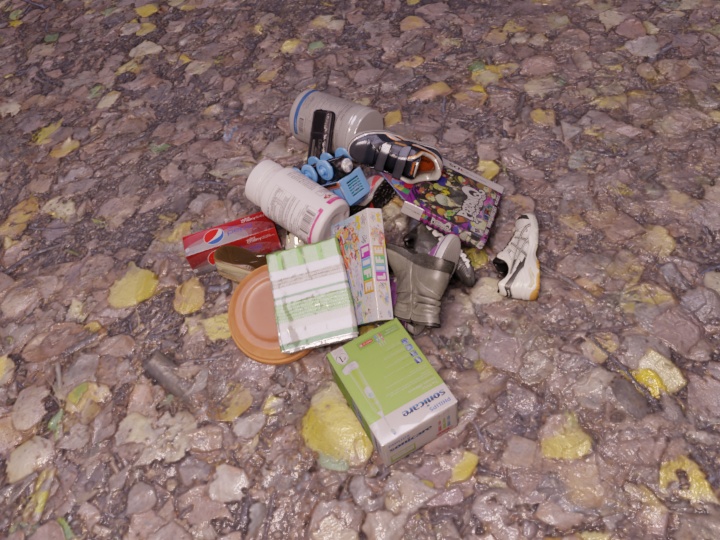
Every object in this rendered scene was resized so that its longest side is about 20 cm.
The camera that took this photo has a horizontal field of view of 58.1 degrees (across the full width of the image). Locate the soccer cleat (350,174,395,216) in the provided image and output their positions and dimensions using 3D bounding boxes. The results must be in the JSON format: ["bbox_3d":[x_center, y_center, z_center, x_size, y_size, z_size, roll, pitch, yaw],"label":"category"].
[{"bbox_3d":[-0.007,-0.141,1.421,0.073,0.069,0.200,19,55,44],"label":"soccer cleat"}]

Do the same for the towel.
[{"bbox_3d":[-0.090,0.047,1.205,0.148,0.031,0.202,-13,68,1],"label":"towel"}]

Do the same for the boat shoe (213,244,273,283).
[{"bbox_3d":[-0.207,0.007,1.330,0.198,0.065,0.072,15,47,11],"label":"boat shoe"}]

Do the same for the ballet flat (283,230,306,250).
[{"bbox_3d":[-0.135,-0.071,1.376,0.071,0.072,0.202,-5,51,6],"label":"ballet flat"}]

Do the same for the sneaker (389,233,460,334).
[{"bbox_3d":[0.104,0.008,1.229,0.114,0.073,0.202,28,87,37],"label":"sneaker"}]

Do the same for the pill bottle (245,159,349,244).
[{"bbox_3d":[-0.130,-0.137,1.312,0.199,0.114,0.113,34,63,20],"label":"pill bottle"}]

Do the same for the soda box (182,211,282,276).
[{"bbox_3d":[-0.274,-0.060,1.391,0.198,0.070,0.064,-19,49,-5],"label":"soda box"}]

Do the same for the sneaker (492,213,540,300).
[{"bbox_3d":[0.302,-0.035,1.262,0.087,0.076,0.201,1,51,11],"label":"sneaker"}]

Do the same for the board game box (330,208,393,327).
[{"bbox_3d":[0.000,0.000,1.200,0.034,0.134,0.202,0,78,-33],"label":"board game box"}]

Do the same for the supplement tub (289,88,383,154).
[{"bbox_3d":[-0.060,-0.347,1.549,0.199,0.133,0.132,25,59,26],"label":"supplement tub"}]

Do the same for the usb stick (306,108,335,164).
[{"bbox_3d":[-0.095,-0.266,1.476,0.055,0.033,0.202,10,94,20],"label":"usb stick"}]

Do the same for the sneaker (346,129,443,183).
[{"bbox_3d":[0.073,-0.225,1.290,0.198,0.079,0.080,5,39,-12],"label":"sneaker"}]

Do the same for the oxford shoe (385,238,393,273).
[{"bbox_3d":[-0.009,0.008,1.289,0.199,0.071,0.075,-30,59,-12],"label":"oxford shoe"}]

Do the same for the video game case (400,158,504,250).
[{"bbox_3d":[0.193,-0.147,1.336,0.180,0.036,0.201,26,45,4],"label":"video game case"}]

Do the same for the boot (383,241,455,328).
[{"bbox_3d":[0.074,0.025,1.170,0.199,0.067,0.132,20,95,45],"label":"boot"}]

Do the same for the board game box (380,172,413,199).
[{"bbox_3d":[0.131,-0.216,1.426,0.157,0.039,0.200,-10,46,-30],"label":"board game box"}]

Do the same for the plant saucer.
[{"bbox_3d":[-0.160,0.077,1.235,0.198,0.037,0.202,-3,72,8],"label":"plant saucer"}]

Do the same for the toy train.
[{"bbox_3d":[-0.072,-0.185,1.373,0.087,0.115,0.199,-38,20,-33],"label":"toy train"}]

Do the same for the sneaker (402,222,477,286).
[{"bbox_3d":[0.152,-0.023,1.291,0.090,0.067,0.200,-32,51,-8],"label":"sneaker"}]

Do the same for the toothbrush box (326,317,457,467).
[{"bbox_3d":[0.053,0.203,1.105,0.145,0.087,0.200,-27,51,-13],"label":"toothbrush box"}]
